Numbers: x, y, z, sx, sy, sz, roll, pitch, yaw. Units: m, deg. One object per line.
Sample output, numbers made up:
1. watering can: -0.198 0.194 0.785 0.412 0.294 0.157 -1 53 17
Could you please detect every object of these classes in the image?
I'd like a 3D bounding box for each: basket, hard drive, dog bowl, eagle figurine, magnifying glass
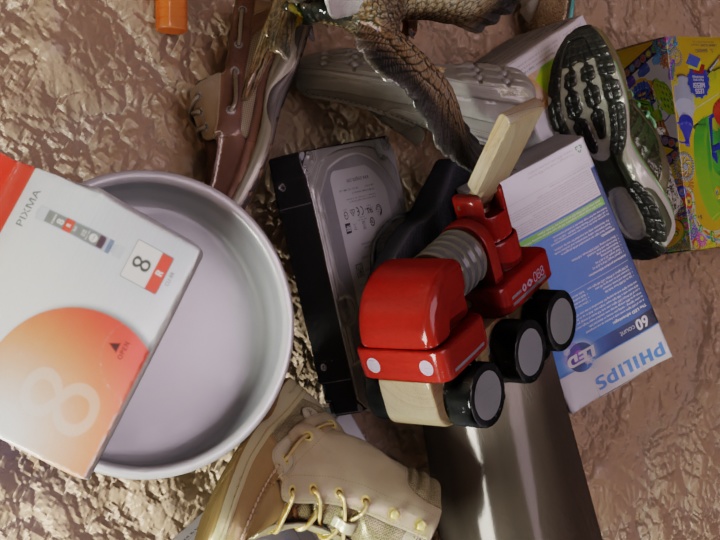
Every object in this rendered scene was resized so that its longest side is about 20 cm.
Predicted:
1. basket: 0.118 0.170 1.071 0.180 0.134 0.203 -49 127 -69
2. hard drive: 0.000 0.000 1.062 0.139 0.037 0.203 -17 96 -57
3. dog bowl: -0.148 0.038 0.909 0.197 0.079 0.204 2 83 -14
4. eagle figurine: 0.030 -0.178 0.978 0.197 0.153 0.152 17 38 -11
5. magnifying glass: -0.146 -0.282 1.024 0.079 0.022 0.204 3 84 -36

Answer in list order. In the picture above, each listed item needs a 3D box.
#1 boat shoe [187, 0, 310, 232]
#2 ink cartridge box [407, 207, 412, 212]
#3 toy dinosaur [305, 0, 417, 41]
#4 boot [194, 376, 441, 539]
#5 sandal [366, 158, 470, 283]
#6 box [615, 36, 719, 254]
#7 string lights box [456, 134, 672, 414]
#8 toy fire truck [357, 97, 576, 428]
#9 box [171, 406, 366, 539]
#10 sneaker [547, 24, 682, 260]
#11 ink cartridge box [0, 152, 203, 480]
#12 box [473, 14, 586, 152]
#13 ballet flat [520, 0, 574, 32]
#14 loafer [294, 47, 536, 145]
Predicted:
1. boat shoe: -0.097 -0.117 1.017 0.071 0.076 0.203 19 69 -7
2. ink cartridge box: 0.115 0.023 1.158 0.103 0.059 0.202 -35 106 -34
3. toy dinosaur: -0.022 -0.256 1.103 0.180 0.105 0.201 31 29 -16
4. boot: -0.024 0.170 0.932 0.154 0.073 0.200 33 24 0
5. sandal: 0.043 -0.019 1.069 0.201 0.042 0.077 -55 137 -53
6. box: 0.325 -0.117 1.293 0.198 0.121 0.196 -7 90 -37
7. string lights box: 0.168 0.002 1.101 0.102 0.059 0.202 -27 104 -10
8. toy fire truck: 0.077 -0.009 0.962 0.176 0.127 0.203 -36 117 -45
9. box: -0.049 0.226 1.027 0.200 0.041 0.157 -40 107 -34
10. sneaker: 0.220 -0.114 1.129 0.088 0.076 0.202 -38 112 -45
11. ink cartridge box: -0.219 0.011 0.829 0.198 0.050 0.164 29 77 -12
12. box: 0.171 -0.103 1.188 0.112 0.101 0.202 -35 105 -33
13. ballet flat: 0.171 -0.287 1.244 0.064 0.071 0.203 12 73 -7
14. loafer: 0.042 -0.135 1.083 0.197 0.070 0.071 9 118 1
